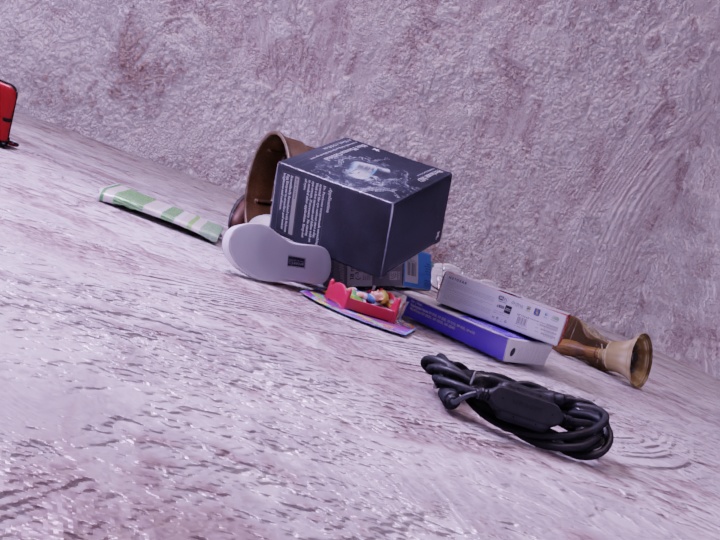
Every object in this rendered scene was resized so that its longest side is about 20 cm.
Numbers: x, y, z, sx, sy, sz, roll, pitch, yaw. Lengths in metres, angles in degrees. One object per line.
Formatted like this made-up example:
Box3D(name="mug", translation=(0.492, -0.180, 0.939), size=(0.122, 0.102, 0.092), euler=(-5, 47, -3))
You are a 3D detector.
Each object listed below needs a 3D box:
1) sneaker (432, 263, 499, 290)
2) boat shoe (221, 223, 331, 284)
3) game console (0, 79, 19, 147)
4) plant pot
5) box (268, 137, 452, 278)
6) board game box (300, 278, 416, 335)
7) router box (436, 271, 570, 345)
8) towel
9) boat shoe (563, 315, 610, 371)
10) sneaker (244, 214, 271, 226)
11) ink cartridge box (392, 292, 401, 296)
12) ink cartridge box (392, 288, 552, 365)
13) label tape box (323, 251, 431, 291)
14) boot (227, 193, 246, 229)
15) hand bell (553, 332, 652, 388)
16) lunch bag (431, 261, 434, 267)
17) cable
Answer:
Box3D(name="sneaker", translation=(0.238, 0.047, 2.439), size=(0.197, 0.078, 0.082), euler=(21, -23, -13))
Box3D(name="boat shoe", translation=(-0.124, -0.017, 1.362), size=(0.064, 0.075, 0.199), euler=(4, -11, 39))
Box3D(name="game console", translation=(-0.704, -0.305, 1.795), size=(0.197, 0.174, 0.119), euler=(19, 30, -10))
Box3D(name="plant pot", translation=(-0.072, -0.120, 1.705), size=(0.195, 0.205, 0.200), euler=(6, 10, -26))
Box3D(name="box", translation=(0.002, -0.099, 1.485), size=(0.197, 0.120, 0.196), euler=(22, 27, 23))
Box3D(name="board game box", translation=(0.005, 0.039, 1.396), size=(0.155, 0.040, 0.200), euler=(22, 4, 9))
Box3D(name="router box", translation=(0.229, 0.059, 1.589), size=(0.197, 0.050, 0.179), euler=(20, 3, 13))
Box3D(name="towel", translation=(-0.315, -0.090, 1.606), size=(0.197, 0.024, 0.153), euler=(22, 5, -6))
Box3D(name="boat shoe", translation=(0.470, 0.156, 2.082), size=(0.062, 0.074, 0.200), euler=(25, 12, -36))
Box3D(name="sneaker", translation=(-0.153, -0.051, 1.538), size=(0.070, 0.074, 0.200), euler=(22, 4, -24))
Box3D(name="ink cartridge box", translation=(-0.002, -0.030, 1.939), size=(0.144, 0.086, 0.200), euler=(18, 5, -26))
Box3D(name="ink cartridge box", translation=(0.167, 0.089, 1.546), size=(0.196, 0.044, 0.199), euler=(23, 4, 36))
Box3D(name="label tape box", translation=(0.000, 0.000, 1.605), size=(0.196, 0.065, 0.144), euler=(-1, -4, 22))
Box3D(name="boot", translation=(-0.123, -0.087, 1.856), size=(0.197, 0.070, 0.187), euler=(20, 23, 29))
Box3D(name="hand bell", translation=(0.458, 0.161, 1.971), size=(0.197, 0.106, 0.103), euler=(8, -5, 39))
Box3D(name="lunch bag", translation=(0.051, -0.024, 2.193), size=(0.198, 0.078, 0.159), euler=(17, 6, -45))
Box3D(name="cable", translation=(0.152, 0.131, 0.970), size=(0.196, 0.052, 0.163), euler=(17, 0, -17))
